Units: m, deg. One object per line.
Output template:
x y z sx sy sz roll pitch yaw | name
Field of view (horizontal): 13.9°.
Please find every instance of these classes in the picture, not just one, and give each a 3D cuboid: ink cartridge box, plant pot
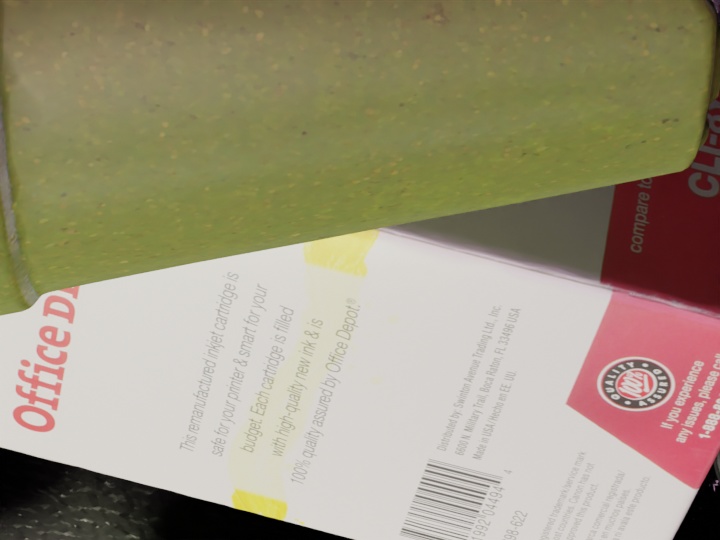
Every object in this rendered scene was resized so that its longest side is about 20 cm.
0.000 0.000 0.786 0.199 0.084 0.145 15 144 -3 | ink cartridge box
-0.024 -0.079 0.623 0.189 0.201 0.200 -2 144 -2 | plant pot

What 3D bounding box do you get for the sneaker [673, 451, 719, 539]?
0.149 0.061 0.839 0.090 0.067 0.200 28 144 -24 | sneaker
